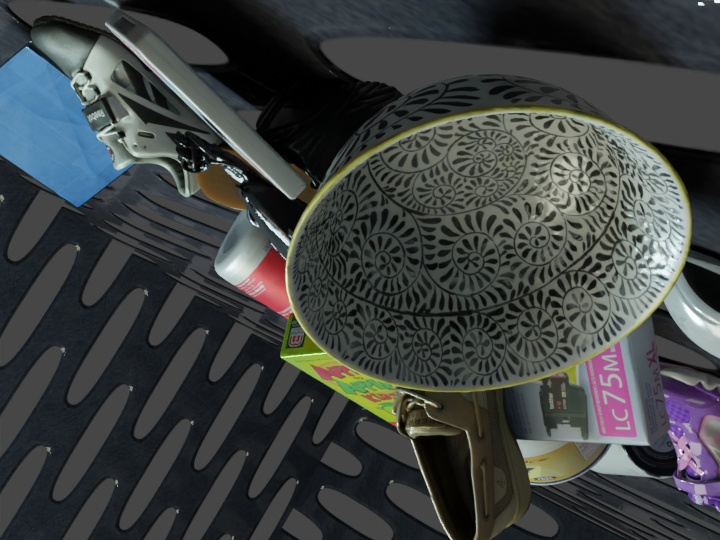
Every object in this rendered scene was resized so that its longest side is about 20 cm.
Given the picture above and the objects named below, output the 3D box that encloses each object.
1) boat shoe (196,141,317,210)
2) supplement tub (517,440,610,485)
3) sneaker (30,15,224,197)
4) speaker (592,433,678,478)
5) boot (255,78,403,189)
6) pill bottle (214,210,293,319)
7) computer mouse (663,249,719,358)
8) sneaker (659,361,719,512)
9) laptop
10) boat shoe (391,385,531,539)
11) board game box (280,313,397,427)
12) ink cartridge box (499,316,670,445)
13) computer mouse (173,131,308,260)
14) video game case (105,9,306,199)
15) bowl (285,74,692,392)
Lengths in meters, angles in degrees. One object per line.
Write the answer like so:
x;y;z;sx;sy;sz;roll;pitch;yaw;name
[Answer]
-0.043;-0.068;0.906;0.200;0.071;0.070;26;-153;28;boat shoe
0.142;0.097;0.924;0.144;0.145;0.200;26;169;26;supplement tub
-0.205;-0.138;0.931;0.200;0.089;0.074;34;163;-19;sneaker
0.269;0.164;1.073;0.081;0.081;0.200;30;171;4;speaker
0.027;-0.052;0.725;0.162;0.073;0.198;39;174;-32;boot
-0.038;0.006;1.100;0.200;0.112;0.112;33;170;-17;pill bottle
0.256;0.049;0.633;0.200;0.044;0.110;27;171;21;computer mouse
0.289;0.146;0.900;0.200;0.089;0.080;38;169;-31;sneaker
-0.270;-0.134;1.081;0.200;0.116;0.187;21;167;43;laptop
0.059;0.092;0.743;0.071;0.064;0.200;-20;92;42;boat shoe
0.025;0.098;1.059;0.101;0.048;0.200;-8;150;37;board game box
0.110;0.058;0.759;0.200;0.120;0.042;-4;-169;44;ink cartridge box
-0.063;-0.039;0.825;0.200;0.046;0.140;32;-178;-14;computer mouse
-0.115;-0.123;0.768;0.143;0.017;0.200;44;180;-24;video game case
0.059;-0.034;0.558;0.201;0.201;0.094;38;-149;-38;bowl
